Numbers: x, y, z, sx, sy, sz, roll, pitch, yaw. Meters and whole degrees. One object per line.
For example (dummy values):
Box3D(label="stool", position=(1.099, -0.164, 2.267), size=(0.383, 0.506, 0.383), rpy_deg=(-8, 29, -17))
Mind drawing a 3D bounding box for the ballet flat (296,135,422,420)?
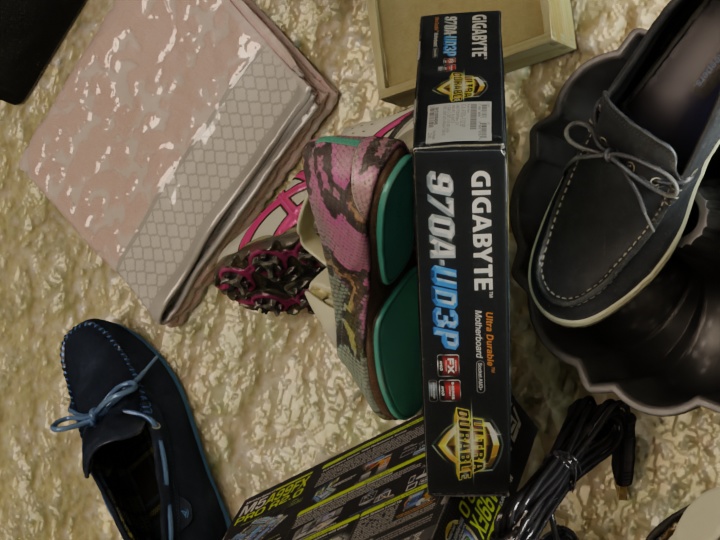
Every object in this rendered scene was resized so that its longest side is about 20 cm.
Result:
Box3D(label="ballet flat", position=(0.000, 0.000, 1.026), size=(0.071, 0.069, 0.201), rpy_deg=(20, 141, 25))

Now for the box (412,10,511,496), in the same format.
Box3D(label="box", position=(0.053, -0.010, 0.941), size=(0.046, 0.159, 0.201), rpy_deg=(-1, 120, 5))

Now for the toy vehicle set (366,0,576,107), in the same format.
Box3D(label="toy vehicle set", position=(0.056, -0.210, 1.087), size=(0.124, 0.026, 0.201), rpy_deg=(-14, 76, 35))

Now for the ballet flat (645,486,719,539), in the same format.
Box3D(label="ballet flat", position=(0.221, 0.113, 0.900), size=(0.200, 0.068, 0.068), rpy_deg=(-38, 48, 26))

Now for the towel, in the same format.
Box3D(label="towel", position=(-0.128, -0.094, 1.206), size=(0.191, 0.032, 0.200), rpy_deg=(46, 110, 31))

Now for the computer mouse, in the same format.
Box3D(label="computer mouse", position=(0.100, 0.159, 0.968), size=(0.046, 0.140, 0.201), rpy_deg=(16, 131, 28))

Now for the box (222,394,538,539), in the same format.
Box3D(label="box", position=(-0.007, 0.154, 1.015), size=(0.199, 0.160, 0.044), rpy_deg=(-29, 106, 29))

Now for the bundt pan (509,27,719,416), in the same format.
Box3D(label="bundt pan", position=(0.180, -0.023, 0.945), size=(0.201, 0.076, 0.203), rpy_deg=(-5, 81, 35))

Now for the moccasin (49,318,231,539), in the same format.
Box3D(label="moccasin", position=(-0.143, 0.110, 1.170), size=(0.081, 0.068, 0.200), rpy_deg=(-47, 60, 22))

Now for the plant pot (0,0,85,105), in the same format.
Box3D(label="plant pot", position=(-0.300, -0.261, 1.261), size=(0.200, 0.177, 0.200), rpy_deg=(47, 112, 31))

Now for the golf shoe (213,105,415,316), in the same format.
Box3D(label="golf shoe", position=(-0.005, -0.039, 1.096), size=(0.199, 0.073, 0.092), rpy_deg=(-26, 43, 30))

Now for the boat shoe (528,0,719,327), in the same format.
Box3D(label="boat shoe", position=(0.138, -0.060, 0.896), size=(0.075, 0.062, 0.201), rpy_deg=(44, 111, 29))
